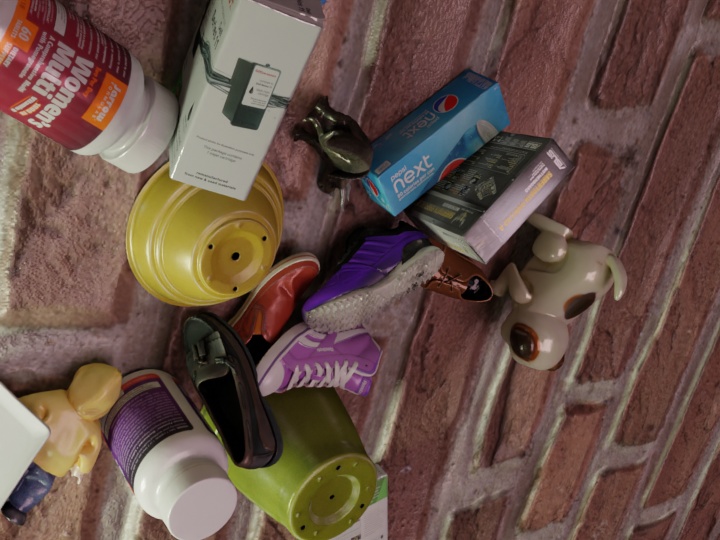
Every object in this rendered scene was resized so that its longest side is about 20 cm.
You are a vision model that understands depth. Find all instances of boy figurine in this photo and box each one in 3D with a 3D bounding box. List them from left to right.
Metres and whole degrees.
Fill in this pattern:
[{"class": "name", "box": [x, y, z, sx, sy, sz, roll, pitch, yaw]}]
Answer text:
[{"class": "boy figurine", "box": [-0.346, 0.181, 1.035, 0.124, 0.064, 0.201, 39, 86, -21]}]

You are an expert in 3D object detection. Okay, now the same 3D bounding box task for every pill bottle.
[{"class": "pill bottle", "box": [-0.270, -0.175, 0.850, 0.199, 0.109, 0.110, 31, 96, -43]}, {"class": "pill bottle", "box": [-0.218, 0.210, 1.054, 0.110, 0.200, 0.113, -17, 125, -27]}]

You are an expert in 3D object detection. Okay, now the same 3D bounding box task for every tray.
[{"class": "tray", "box": [-0.416, 0.220, 0.992, 0.201, 0.107, 0.022, -55, 164, 3]}]

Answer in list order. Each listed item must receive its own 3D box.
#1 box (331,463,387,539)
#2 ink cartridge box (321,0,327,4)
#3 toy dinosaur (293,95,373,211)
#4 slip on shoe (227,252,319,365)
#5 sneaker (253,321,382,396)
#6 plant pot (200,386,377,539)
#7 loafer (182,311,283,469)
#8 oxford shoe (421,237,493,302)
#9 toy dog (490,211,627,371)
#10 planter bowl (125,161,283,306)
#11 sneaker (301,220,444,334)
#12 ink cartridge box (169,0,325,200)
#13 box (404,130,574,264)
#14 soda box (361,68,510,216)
[{"class": "box", "box": [-0.023, 0.408, 1.431, 0.142, 0.036, 0.203, -19, 127, -27]}, {"class": "ink cartridge box", "box": [-0.025, -0.366, 0.948, 0.199, 0.068, 0.116, -39, 132, -11]}, {"class": "toy dinosaur", "box": [-0.019, -0.143, 1.043, 0.102, 0.200, 0.077, 39, 78, -6]}, {"class": "slip on shoe", "box": [-0.115, 0.063, 1.131, 0.201, 0.061, 0.074, -49, 147, 0]}, {"class": "sneaker", "box": [-0.044, 0.120, 1.144, 0.199, 0.114, 0.073, -31, 158, -45]}, {"class": "plant pot", "box": [-0.078, 0.233, 1.177, 0.198, 0.193, 0.204, -18, 125, -28]}, {"class": "loafer", "box": [-0.155, 0.134, 1.060, 0.072, 0.202, 0.063, -39, 161, 23]}, {"class": "oxford shoe", "box": [0.111, 0.000, 1.266, 0.198, 0.071, 0.072, 15, 108, -39]}, {"class": "toy dog", "box": [0.282, 0.047, 1.345, 0.139, 0.193, 0.202, 25, 94, -55]}, {"class": "planter bowl", "box": [-0.155, -0.031, 1.039, 0.198, 0.083, 0.204, -19, 126, -28]}, {"class": "sneaker", "box": [0.000, 0.000, 1.165, 0.198, 0.100, 0.070, -27, 149, -20]}, {"class": "ink cartridge box", "box": [-0.115, -0.196, 0.886, 0.082, 0.148, 0.201, 15, 125, -23]}, {"class": "box", "box": [0.154, -0.099, 1.150, 0.048, 0.200, 0.159, 43, 86, -21]}, {"class": "soda box", "box": [0.091, -0.162, 1.159, 0.199, 0.064, 0.068, -38, 132, -11]}]
